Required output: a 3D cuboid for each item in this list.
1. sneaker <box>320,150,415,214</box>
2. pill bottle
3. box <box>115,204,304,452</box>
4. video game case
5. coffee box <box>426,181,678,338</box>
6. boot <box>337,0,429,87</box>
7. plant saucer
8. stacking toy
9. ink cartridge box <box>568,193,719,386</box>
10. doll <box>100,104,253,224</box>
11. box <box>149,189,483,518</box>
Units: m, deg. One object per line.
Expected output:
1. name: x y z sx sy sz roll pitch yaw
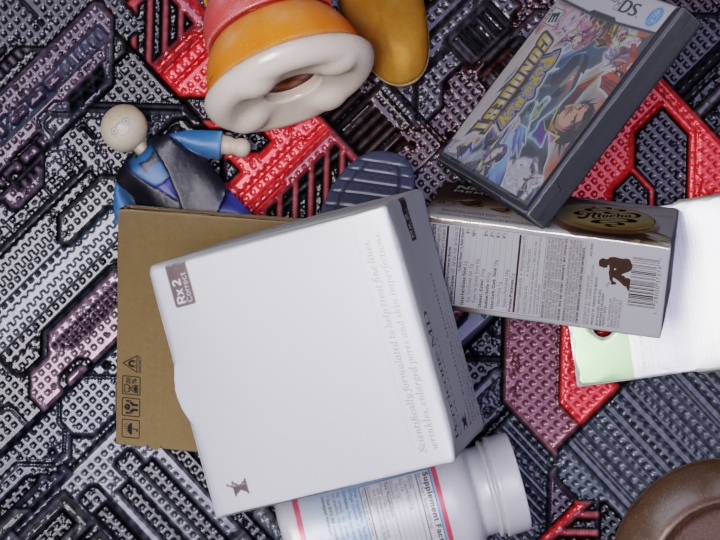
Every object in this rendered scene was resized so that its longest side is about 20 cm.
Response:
1. sneaker: 0.000 0.000 1.595 0.073 0.082 0.202 12 79 13
2. pill bottle: 0.034 0.198 1.575 0.198 0.109 0.110 -15 90 -2
3. box: -0.122 0.052 1.579 0.162 0.021 0.202 4 101 11
4. video game case: 0.162 -0.142 1.545 0.025 0.181 0.201 37 91 -27
5. coffee box: 0.151 -0.011 1.551 0.198 0.113 0.081 8 108 11
6. boot: 0.010 -0.252 1.558 0.070 0.144 0.203 -16 91 -1
7. plant saucer: 0.309 0.260 1.619 0.198 0.037 0.203 0 91 -2
8. stacking toy: -0.083 -0.227 1.577 0.145 0.146 0.202 -19 75 -1
9. ink cartridge box: 0.272 0.014 1.614 0.198 0.048 0.147 -8 90 13
10. doll: -0.141 -0.059 1.600 0.136 0.048 0.200 -42 90 11
11. box: -0.031 0.061 1.473 0.198 0.131 0.201 -14 94 16
